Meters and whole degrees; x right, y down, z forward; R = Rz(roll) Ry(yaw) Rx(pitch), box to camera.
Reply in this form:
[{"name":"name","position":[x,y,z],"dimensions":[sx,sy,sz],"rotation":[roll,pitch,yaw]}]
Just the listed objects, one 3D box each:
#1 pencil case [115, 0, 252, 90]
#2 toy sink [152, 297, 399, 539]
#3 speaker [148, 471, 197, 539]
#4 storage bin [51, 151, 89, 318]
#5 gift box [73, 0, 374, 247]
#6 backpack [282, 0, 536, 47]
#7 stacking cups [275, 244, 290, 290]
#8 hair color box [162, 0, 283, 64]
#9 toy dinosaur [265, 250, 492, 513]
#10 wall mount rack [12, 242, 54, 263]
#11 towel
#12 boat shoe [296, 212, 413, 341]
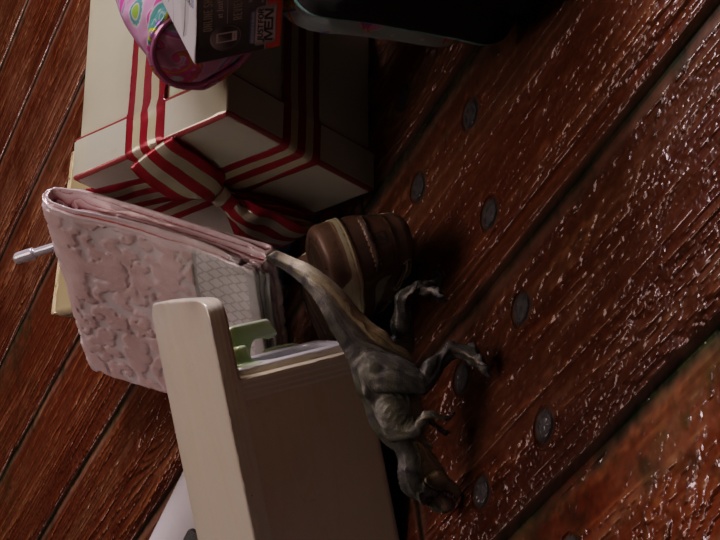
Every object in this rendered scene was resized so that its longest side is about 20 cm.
[{"name":"pencil case","position":[-0.138,-0.217,1.297],"dimensions":[0.088,0.087,0.200],"rotation":[-62,41,38]},{"name":"toy sink","position":[-0.057,0.108,1.283],"dimensions":[0.130,0.112,0.201],"rotation":[-6,96,66]},{"name":"speaker","position":[-0.132,0.226,1.512],"dimensions":[0.081,0.081,0.200],"rotation":[-105,33,-43]},{"name":"storage bin","position":[-0.219,-0.048,1.794],"dimensions":[0.200,0.093,0.200],"rotation":[170,108,-66]},{"name":"gift box","position":[-0.106,-0.118,1.411],"dimensions":[0.200,0.184,0.188],"rotation":[-23,57,40]},{"name":"backpack","position":[0.025,-0.248,1.186],"dimensions":[0.153,0.175,0.201],"rotation":[-35,57,57]},{"name":"stacking cups","position":[-0.078,-0.009,1.512],"dimensions":[0.060,0.060,0.201],"rotation":[13,89,67]},{"name":"hair color box","position":[-0.111,-0.241,1.190],"dimensions":[0.111,0.064,0.200],"rotation":[97,153,-48]},{"name":"toy dinosaur","position":[0.026,0.054,1.176],"dimensions":[0.201,0.088,0.047],"rotation":[59,-179,5]},{"name":"wall mount rack","position":[-0.185,-0.038,1.556],"dimensions":[0.075,0.200,0.174],"rotation":[39,90,34]},{"name":"towel","position":[-0.144,0.032,1.418],"dimensions":[0.201,0.190,0.032],"rotation":[84,-151,-47]},{"name":"boat shoe","position":[0.002,0.006,1.301],"dimensions":[0.202,0.075,0.075],"rotation":[123,126,-78]}]
